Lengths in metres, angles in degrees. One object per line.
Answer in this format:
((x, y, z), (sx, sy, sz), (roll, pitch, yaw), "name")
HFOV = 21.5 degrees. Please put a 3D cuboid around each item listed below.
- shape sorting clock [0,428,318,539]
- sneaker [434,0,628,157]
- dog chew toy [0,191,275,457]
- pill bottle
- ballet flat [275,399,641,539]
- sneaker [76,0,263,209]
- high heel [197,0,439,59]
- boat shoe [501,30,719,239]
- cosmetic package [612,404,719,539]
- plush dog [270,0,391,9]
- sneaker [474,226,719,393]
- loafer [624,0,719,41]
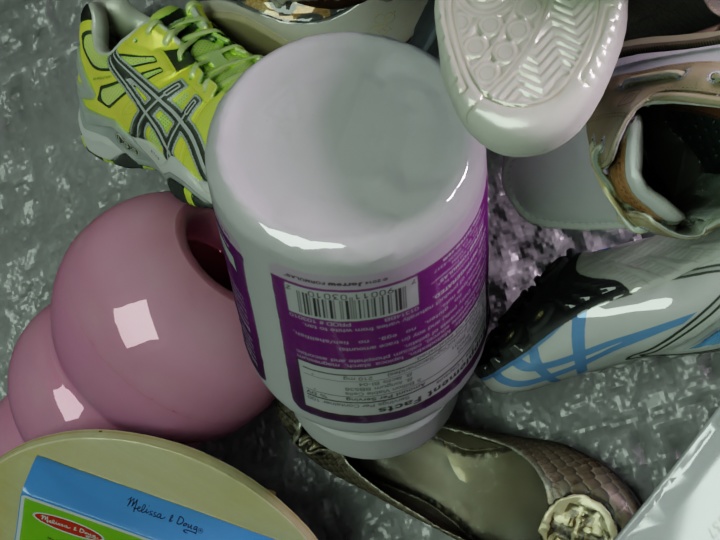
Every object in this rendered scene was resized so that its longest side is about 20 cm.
((-0.102, 0.154, 0.933), (0.198, 0.039, 0.201), (10, 133, 11), "shape sorting clock")
((0.068, -0.109, 0.752), (0.076, 0.112, 0.201), (-7, 57, 6), "sneaker")
((-0.118, 0.054, 0.944), (0.200, 0.124, 0.125), (-47, 70, 31), "dog chew toy")
((0.000, 0.000, 0.810), (0.111, 0.201, 0.113), (-2, 59, 3), "pill bottle")
((0.041, 0.096, 0.890), (0.199, 0.046, 0.068), (24, 104, 27), "ballet flat")
((-0.078, -0.084, 0.904), (0.199, 0.075, 0.077), (16, 127, 44), "sneaker")
((0.009, -0.159, 0.910), (0.199, 0.071, 0.143), (16, 72, 45), "high heel")
((0.122, -0.052, 0.763), (0.199, 0.068, 0.075), (-22, 108, 50), "boat shoe")
((0.175, 0.139, 0.715), (0.166, 0.200, 0.168), (42, 109, 14), "cosmetic package")
((-0.028, -0.222, 0.851), (0.199, 0.171, 0.162), (19, 129, 40), "plush dog")
((0.132, 0.016, 0.827), (0.199, 0.072, 0.073), (-28, 110, 36), "sneaker")
((0.139, -0.121, 0.815), (0.199, 0.063, 0.072), (-32, 76, 27), "loafer")
